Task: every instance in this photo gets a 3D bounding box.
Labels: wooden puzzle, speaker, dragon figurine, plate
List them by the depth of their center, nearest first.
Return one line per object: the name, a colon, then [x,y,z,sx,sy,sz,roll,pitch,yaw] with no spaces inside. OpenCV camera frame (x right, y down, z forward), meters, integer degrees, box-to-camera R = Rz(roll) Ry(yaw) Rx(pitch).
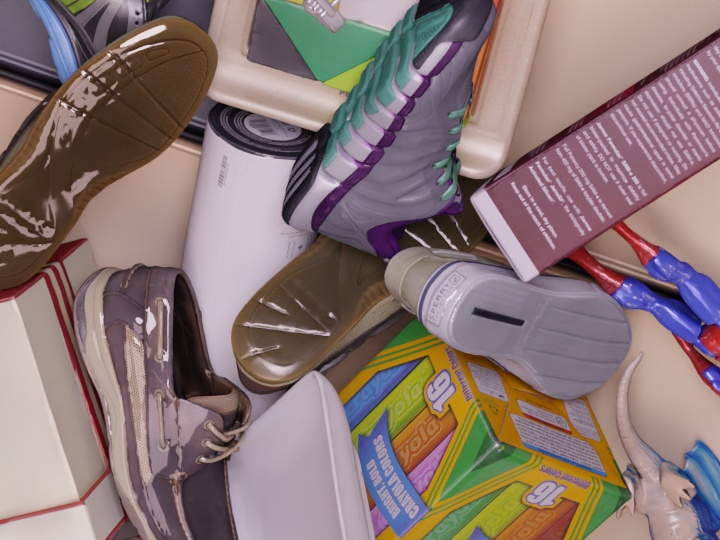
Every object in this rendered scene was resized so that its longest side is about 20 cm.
wooden puzzle: [0.013,-0.162,1.532,0.185,0.037,0.200,17,116,5]
plate: [-0.032,0.179,1.611,0.032,0.200,0.200,-3,161,-24]
speaker: [-0.069,0.001,1.666,0.081,0.081,0.200,13,119,1]
dragon figurine: [0.196,0.145,1.715,0.059,0.099,0.200,-23,93,20]

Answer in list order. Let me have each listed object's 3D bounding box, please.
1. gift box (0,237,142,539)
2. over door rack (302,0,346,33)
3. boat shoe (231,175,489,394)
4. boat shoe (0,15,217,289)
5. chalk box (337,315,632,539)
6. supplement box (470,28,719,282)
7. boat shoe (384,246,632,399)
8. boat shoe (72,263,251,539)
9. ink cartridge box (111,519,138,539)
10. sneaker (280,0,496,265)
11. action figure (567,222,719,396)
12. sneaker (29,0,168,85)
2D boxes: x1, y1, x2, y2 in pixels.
gift box: [-0.220,0.096,1.686,0.184,0.200,0.187,-13,100,18]
over door rack: [-0.026,-0.240,1.422,0.148,0.067,0.200,-45,129,-1]
boat shoe: [0.000,0.001,1.628,0.072,0.201,0.066,48,159,6]
boat shoe: [-0.163,-0.078,1.585,0.200,0.065,0.073,-43,114,13]
chalk box: [0.041,0.139,1.675,0.125,0.124,0.200,20,123,-39]
supplement box: [0.165,-0.076,1.552,0.200,0.109,0.061,-33,92,12]
boat shoe: [0.090,0.022,1.604,0.200,0.062,0.072,24,101,-53]
boat shoe: [-0.107,0.090,1.628,0.073,0.074,0.200,-13,102,27]
ink cartridge box: [-0.145,0.226,1.725,0.146,0.200,0.084,-15,115,17]
sneaker: [0.037,-0.080,1.521,0.087,0.074,0.200,28,135,-14]
action figure: [0.211,0.031,1.658,0.200,0.052,0.065,42,120,-7]
sneaker: [-0.153,-0.170,1.597,0.083,0.071,0.200,-15,121,14]
